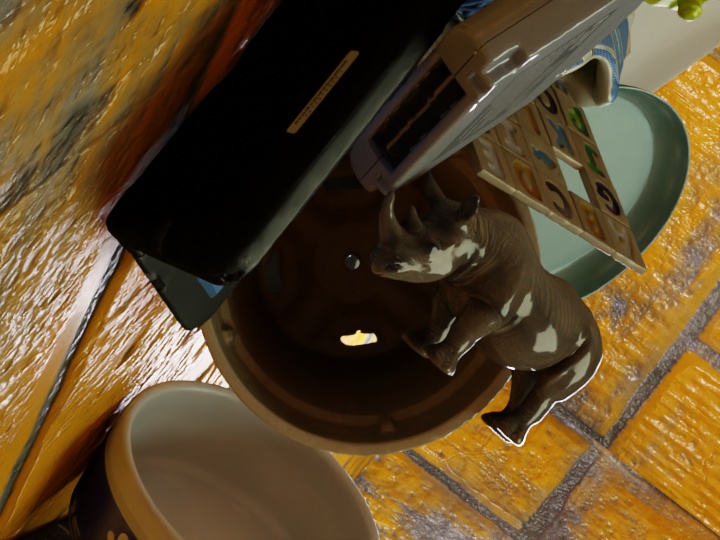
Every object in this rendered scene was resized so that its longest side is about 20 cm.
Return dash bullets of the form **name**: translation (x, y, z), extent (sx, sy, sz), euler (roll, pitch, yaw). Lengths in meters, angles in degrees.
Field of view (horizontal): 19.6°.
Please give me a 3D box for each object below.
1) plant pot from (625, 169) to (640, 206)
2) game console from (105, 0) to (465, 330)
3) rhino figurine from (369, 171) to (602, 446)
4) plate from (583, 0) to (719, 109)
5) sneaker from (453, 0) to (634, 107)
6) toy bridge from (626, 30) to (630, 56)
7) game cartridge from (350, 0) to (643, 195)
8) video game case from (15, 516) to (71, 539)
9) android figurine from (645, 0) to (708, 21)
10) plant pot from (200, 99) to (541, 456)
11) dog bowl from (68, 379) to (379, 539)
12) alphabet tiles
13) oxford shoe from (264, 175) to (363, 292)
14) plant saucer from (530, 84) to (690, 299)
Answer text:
- **plant pot**: translation (0.070, -0.050, 1.514), extent (0.190, 0.200, 0.200), euler (-40, 171, -11)
- **game console**: translation (-0.018, -0.059, 1.027), extent (0.201, 0.116, 0.175), euler (-52, -147, -12)
- **rhino figurine**: translation (0.064, 0.015, 1.110), extent (0.088, 0.060, 0.200), euler (-48, 131, -5)
- **plate**: translation (0.214, -0.207, 1.399), extent (0.199, 0.032, 0.201), euler (-35, 150, -30)
- **sneaker**: translation (0.096, -0.152, 1.206), extent (0.075, 0.199, 0.078), euler (-11, -108, 44)
- **toy bridge**: translation (0.217, -0.216, 1.327), extent (0.200, 0.027, 0.067), euler (-43, 151, -17)
- **game cartridge**: translation (0.075, -0.106, 1.023), extent (0.133, 0.041, 0.200), euler (-30, 175, -22)
- **video game case**: translation (-0.158, 0.217, 1.366), extent (0.019, 0.142, 0.200), euler (-54, 173, 5)
- **android figurine**: translation (0.174, -0.237, 1.226), extent (0.041, 0.181, 0.202), euler (-27, -135, 39)
- **plant pot**: translation (0.000, 0.000, 1.265), extent (0.201, 0.200, 0.183), euler (-53, -176, 0)
- **dog bowl**: translation (-0.088, 0.169, 1.365), extent (0.079, 0.200, 0.200), euler (-53, 174, 26)
- **alphabet tiles**: translation (0.087, -0.096, 1.225), extent (0.008, 0.168, 0.199), euler (-36, 140, 25)
- **oxford shoe**: translation (-0.038, -0.018, 1.428), extent (0.201, 0.071, 0.071), euler (-54, -159, 0)
- **plant saucer**: translation (0.131, -0.050, 1.413), extent (0.198, 0.027, 0.201), euler (-18, 137, -18)
